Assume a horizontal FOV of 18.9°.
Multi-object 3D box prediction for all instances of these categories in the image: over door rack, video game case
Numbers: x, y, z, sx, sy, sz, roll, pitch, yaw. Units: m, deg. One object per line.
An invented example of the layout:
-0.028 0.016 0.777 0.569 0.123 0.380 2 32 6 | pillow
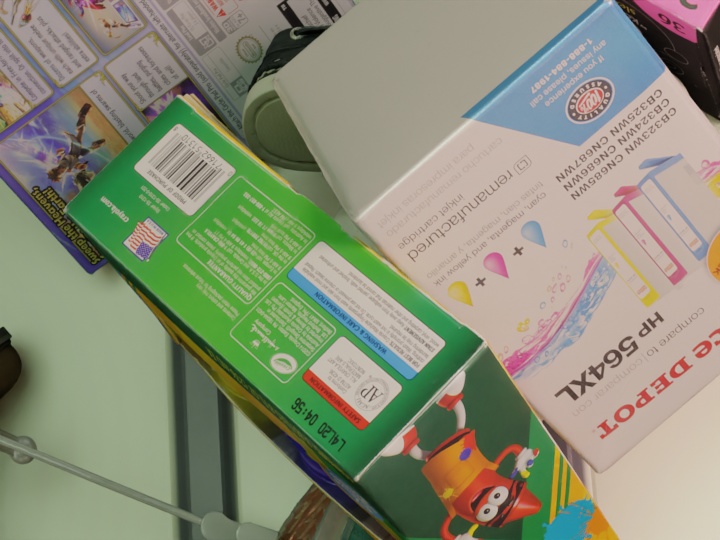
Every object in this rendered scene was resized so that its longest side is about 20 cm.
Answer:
-0.156 0.151 0.972 0.199 0.067 0.148 22 80 1 | over door rack
-0.112 -0.120 0.992 0.181 0.200 0.045 -36 39 3 | video game case

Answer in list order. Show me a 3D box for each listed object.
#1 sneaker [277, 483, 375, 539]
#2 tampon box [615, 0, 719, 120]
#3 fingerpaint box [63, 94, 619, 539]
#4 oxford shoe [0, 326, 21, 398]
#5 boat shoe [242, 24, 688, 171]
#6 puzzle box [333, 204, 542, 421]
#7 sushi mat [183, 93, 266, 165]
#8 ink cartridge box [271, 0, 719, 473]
-0.016 0.179 0.957 0.080 0.071 0.201 27 69 -14 | sneaker
0.153 -0.201 0.974 0.150 0.126 0.200 33 85 20 | tampon box
-0.008 0.044 0.873 0.073 0.167 0.200 -45 51 -7 | fingerpaint box
-0.214 0.119 1.031 0.084 0.073 0.200 34 82 -5 | oxford shoe
0.047 -0.086 0.979 0.198 0.075 0.066 -5 44 6 | boat shoe
0.052 -0.008 1.005 0.133 0.025 0.201 29 85 20 | puzzle box
0.000 0.000 0.952 0.200 0.096 0.012 42 85 21 | sushi mat
0.084 -0.029 0.882 0.128 0.200 0.125 -40 34 7 | ink cartridge box
